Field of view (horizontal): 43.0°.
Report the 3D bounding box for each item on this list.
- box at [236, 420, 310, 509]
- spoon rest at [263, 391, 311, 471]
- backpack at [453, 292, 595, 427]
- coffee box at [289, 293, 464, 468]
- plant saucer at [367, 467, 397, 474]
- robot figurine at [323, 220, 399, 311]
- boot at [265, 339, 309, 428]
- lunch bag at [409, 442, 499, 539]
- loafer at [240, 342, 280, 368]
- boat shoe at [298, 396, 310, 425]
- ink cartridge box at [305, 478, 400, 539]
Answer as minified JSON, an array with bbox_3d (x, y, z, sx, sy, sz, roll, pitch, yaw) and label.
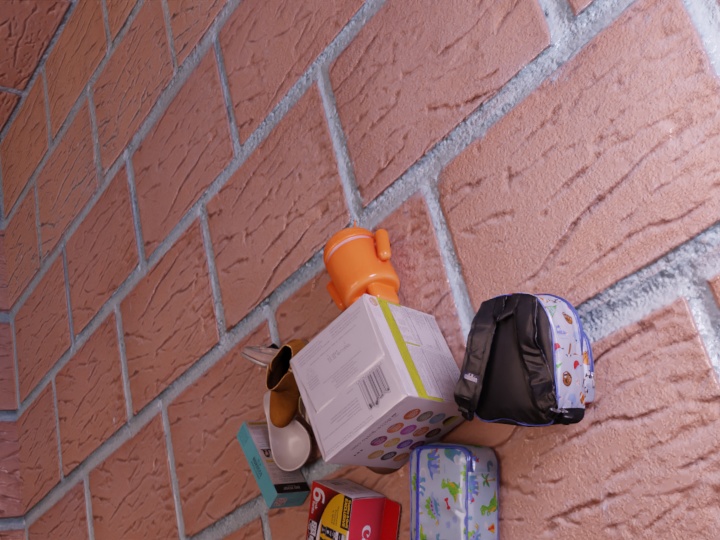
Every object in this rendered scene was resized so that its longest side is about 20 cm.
[{"bbox_3d":[-0.186,0.405,1.924,0.049,0.082,0.200,-61,42,29],"label":"box"},{"bbox_3d":[-0.160,0.326,1.910,0.099,0.061,0.200,-39,51,18],"label":"spoon rest"},{"bbox_3d":[0.250,0.126,1.338,0.200,0.154,0.191,-5,89,46],"label":"backpack"},{"bbox_3d":[0.037,0.193,1.540,0.200,0.198,0.200,-42,54,25],"label":"coffee box"},{"bbox_3d":[0.027,0.279,1.701,0.200,0.037,0.201,-9,79,51],"label":"plant saucer"},{"bbox_3d":[0.001,-0.001,1.711,0.144,0.116,0.200,96,153,-49],"label":"robot figurine"},{"bbox_3d":[-0.159,0.230,1.815,0.071,0.144,0.202,20,98,14],"label":"boot"},{"bbox_3d":[0.148,0.384,1.494,0.161,0.082,0.201,-10,76,54],"label":"lunch bag"},{"bbox_3d":[-0.180,0.187,1.971,0.200,0.072,0.063,16,81,46],"label":"loafer"},{"bbox_3d":[-0.082,0.210,1.827,0.059,0.072,0.201,18,99,58],"label":"boat shoe"},{"bbox_3d":[-0.020,0.506,1.691,0.175,0.084,0.201,6,89,52],"label":"ink cartridge box"}]
